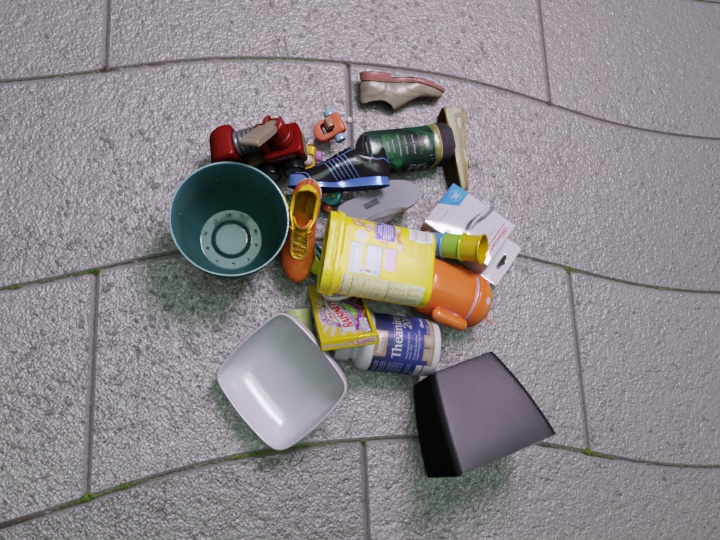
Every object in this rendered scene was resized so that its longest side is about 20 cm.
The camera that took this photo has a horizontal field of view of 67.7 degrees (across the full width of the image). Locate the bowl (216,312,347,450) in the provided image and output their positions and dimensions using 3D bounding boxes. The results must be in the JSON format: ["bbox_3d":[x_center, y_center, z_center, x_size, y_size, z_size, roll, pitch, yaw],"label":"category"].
[{"bbox_3d":[-0.135,0.197,0.976,0.200,0.075,0.200,-42,83,10],"label":"bowl"}]

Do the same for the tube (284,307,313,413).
[{"bbox_3d":[-0.111,0.174,1.030,0.052,0.058,0.202,-1,84,-49],"label":"tube"}]

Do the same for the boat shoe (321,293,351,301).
[{"bbox_3d":[0.000,0.000,1.060,0.199,0.093,0.075,-36,83,-19],"label":"boat shoe"}]

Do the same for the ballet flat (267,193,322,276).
[{"bbox_3d":[-0.119,-0.054,1.064,0.067,0.067,0.201,-29,95,6],"label":"ballet flat"}]

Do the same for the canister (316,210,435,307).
[{"bbox_3d":[0.030,-0.016,0.976,0.198,0.087,0.150,10,71,-9],"label":"canister"}]

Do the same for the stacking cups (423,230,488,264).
[{"bbox_3d":[0.150,-0.049,1.071,0.199,0.060,0.061,6,75,30],"label":"stacking cups"}]

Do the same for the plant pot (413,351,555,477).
[{"bbox_3d":[0.207,0.268,1.019,0.198,0.200,0.178,-17,74,-15],"label":"plant pot"}]

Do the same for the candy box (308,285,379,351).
[{"bbox_3d":[-0.037,0.079,0.995,0.101,0.200,0.027,-9,118,-9],"label":"candy box"}]

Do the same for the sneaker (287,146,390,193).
[{"bbox_3d":[-0.042,-0.194,1.029,0.198,0.070,0.079,-4,87,-9],"label":"sneaker"}]

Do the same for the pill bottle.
[{"bbox_3d":[0.046,0.140,1.038,0.198,0.111,0.112,8,78,-12],"label":"pill bottle"}]

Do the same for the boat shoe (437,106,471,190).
[{"bbox_3d":[0.217,-0.265,1.177,0.063,0.073,0.202,-4,72,-13],"label":"boat shoe"}]

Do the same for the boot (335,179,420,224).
[{"bbox_3d":[0.027,-0.115,1.094,0.199,0.096,0.074,-22,69,-25],"label":"boot"}]

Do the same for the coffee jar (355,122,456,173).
[{"bbox_3d":[0.095,-0.253,1.127,0.198,0.104,0.086,-11,86,-14],"label":"coffee jar"}]

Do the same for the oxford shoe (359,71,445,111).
[{"bbox_3d":[0.090,-0.389,1.182,0.198,0.070,0.075,2,106,-14],"label":"oxford shoe"}]

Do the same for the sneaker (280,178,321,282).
[{"bbox_3d":[-0.115,-0.068,0.984,0.072,0.077,0.201,7,113,-1],"label":"sneaker"}]

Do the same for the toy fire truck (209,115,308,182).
[{"bbox_3d":[-0.200,-0.227,0.979,0.175,0.200,0.130,-11,73,6],"label":"toy fire truck"}]

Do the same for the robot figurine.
[{"bbox_3d":[0.180,0.044,1.086,0.199,0.144,0.117,20,96,-10],"label":"robot figurine"}]

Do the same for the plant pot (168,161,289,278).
[{"bbox_3d":[-0.239,-0.076,0.986,0.199,0.161,0.202,2,80,-13],"label":"plant pot"}]

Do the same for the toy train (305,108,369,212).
[{"bbox_3d":[-0.066,-0.220,1.082,0.149,0.056,0.201,-22,87,10],"label":"toy train"}]

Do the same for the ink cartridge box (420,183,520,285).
[{"bbox_3d":[0.239,-0.075,1.126,0.199,0.067,0.116,36,72,8],"label":"ink cartridge box"}]
